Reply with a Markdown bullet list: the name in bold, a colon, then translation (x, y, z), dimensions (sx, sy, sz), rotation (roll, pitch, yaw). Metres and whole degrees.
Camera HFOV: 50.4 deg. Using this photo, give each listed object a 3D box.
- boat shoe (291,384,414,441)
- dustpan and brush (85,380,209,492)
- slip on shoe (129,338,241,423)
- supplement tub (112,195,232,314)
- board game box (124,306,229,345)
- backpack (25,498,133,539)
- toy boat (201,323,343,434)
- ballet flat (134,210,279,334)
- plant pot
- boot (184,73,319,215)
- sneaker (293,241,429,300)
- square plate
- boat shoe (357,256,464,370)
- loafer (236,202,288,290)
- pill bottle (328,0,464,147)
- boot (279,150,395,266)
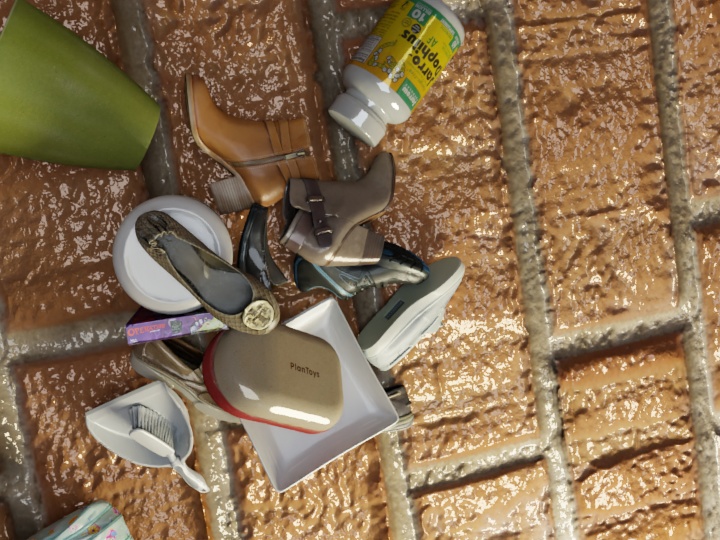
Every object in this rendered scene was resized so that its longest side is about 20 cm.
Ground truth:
- **boat shoe**: translation (-0.020, 0.203, 1.117), dimensions (0.198, 0.074, 0.074), rotation (-4, 87, -19)
- **dustpan and brush**: translation (-0.270, 0.246, 1.064), dimensions (0.139, 0.058, 0.200), rotation (-24, 134, 15)
- **slip on shoe**: translation (-0.219, 0.143, 1.062), dimensions (0.199, 0.076, 0.061), rotation (30, 111, -6)
- **supplement tub**: translation (-0.236, -0.025, 0.980), dimensions (0.139, 0.200, 0.142), rotation (-1, 96, -11)
- **board game box**: translation (-0.232, 0.059, 0.989), dimensions (0.119, 0.200, 0.033), rotation (-13, 97, -10)
- **backpack**: translation (-0.398, 0.401, 1.016), dimensions (0.199, 0.167, 0.127), rotation (-31, 95, -13)
- **toy boat**: translation (-0.123, 0.145, 0.985), dimensions (0.199, 0.130, 0.132), rotation (25, 49, -43)
- **ballet flat**: translation (-0.173, 0.005, 0.869), dimensions (0.200, 0.046, 0.067), rotation (43, 87, -14)
- **plant pot**: translation (-0.364, -0.208, 0.964), dimensions (0.199, 0.187, 0.189), rotation (21, 91, -27)
- **boot**: translation (-0.148, -0.186, 1.044), dimensions (0.154, 0.077, 0.202), rotation (-19, 101, -7)
- **sneaker**: translation (0.000, 0.000, 1.105), dimensions (0.198, 0.073, 0.083), rotation (9, 110, -6)
- **square plate**: translation (-0.077, 0.169, 1.062), dimensions (0.197, 0.028, 0.201), rotation (-27, 83, -16)
- **boat shoe**: translation (0.083, 0.065, 1.127), dimensions (0.201, 0.070, 0.072), rotation (-43, 121, -6)
- **loafer**: translation (-0.134, 0.011, 1.040), dimensions (0.071, 0.073, 0.202), rotation (5, 90, -7)
- **pill bottle**: translation (0.045, -0.277, 1.057), dimensions (0.112, 0.113, 0.201), rotation (37, 87, -12)
- **boot**: translation (-0.033, -0.098, 1.048), dimensions (0.145, 0.070, 0.202), rotation (16, 60, -17)
